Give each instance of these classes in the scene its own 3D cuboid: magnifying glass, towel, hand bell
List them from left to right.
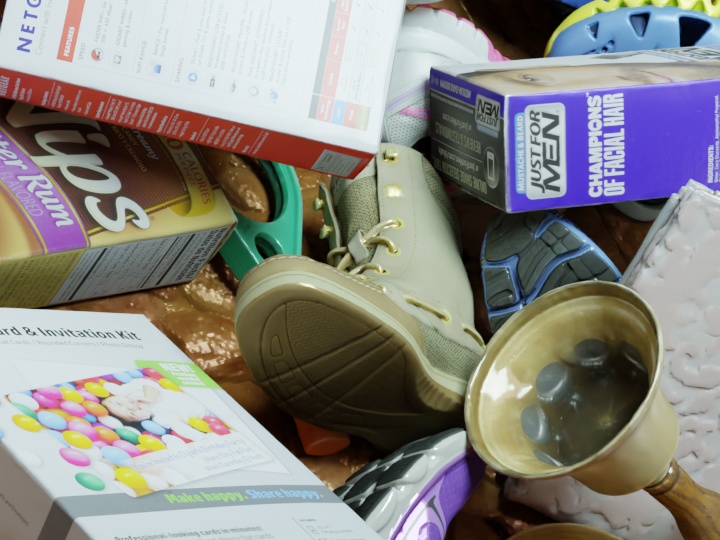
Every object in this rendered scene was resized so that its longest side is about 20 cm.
[{"bbox_3d":[-0.046,-0.001,1.088,0.080,0.022,0.200,10,55,-49],"label":"magnifying glass"},{"bbox_3d":[0.146,0.100,1.055,0.200,0.104,0.104,43,35,-40],"label":"hand bell"},{"bbox_3d":[0.194,0.065,1.092,0.191,0.200,0.032,21,27,-18],"label":"towel"}]

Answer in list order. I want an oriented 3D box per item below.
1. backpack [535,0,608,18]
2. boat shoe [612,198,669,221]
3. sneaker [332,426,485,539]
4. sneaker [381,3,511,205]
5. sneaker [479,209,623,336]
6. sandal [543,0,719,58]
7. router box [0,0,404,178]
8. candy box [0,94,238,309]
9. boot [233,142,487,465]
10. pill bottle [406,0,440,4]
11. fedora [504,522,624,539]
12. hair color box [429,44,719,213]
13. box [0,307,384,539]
[{"bbox_3d":[0.141,-0.243,1.296,0.162,0.168,0.200,11,35,-16],"label":"backpack"},{"bbox_3d":[0.190,-0.118,1.322,0.074,0.066,0.199,34,44,-9],"label":"boat shoe"},{"bbox_3d":[0.005,0.153,0.987,0.083,0.081,0.200,47,51,-14],"label":"sneaker"},{"bbox_3d":[0.072,-0.074,1.199,0.200,0.081,0.088,20,81,-28],"label":"sneaker"},{"bbox_3d":[0.122,0.037,1.131,0.200,0.075,0.078,52,14,-30],"label":"sneaker"},{"bbox_3d":[0.202,-0.104,1.225,0.200,0.080,0.087,5,66,4],"label":"sandal"},{"bbox_3d":[-0.065,-0.162,1.019,0.179,0.049,0.200,13,77,-10],"label":"router box"},{"bbox_3d":[-0.169,-0.042,1.017,0.200,0.056,0.117,-11,62,-42],"label":"candy box"},{"bbox_3d":[0.000,0.000,1.058,0.200,0.073,0.156,31,38,-46],"label":"boot"},{"bbox_3d":[0.022,-0.212,1.193,0.113,0.113,0.200,31,10,-11],"label":"pill bottle"},{"bbox_3d":[0.138,0.196,1.023,0.200,0.082,0.201,20,47,-22],"label":"fedora"},{"bbox_3d":[0.146,-0.076,1.114,0.200,0.065,0.109,-8,15,-17],"label":"hair color box"},{"bbox_3d":[-0.095,0.084,0.901,0.156,0.041,0.200,5,27,-49],"label":"box"}]
